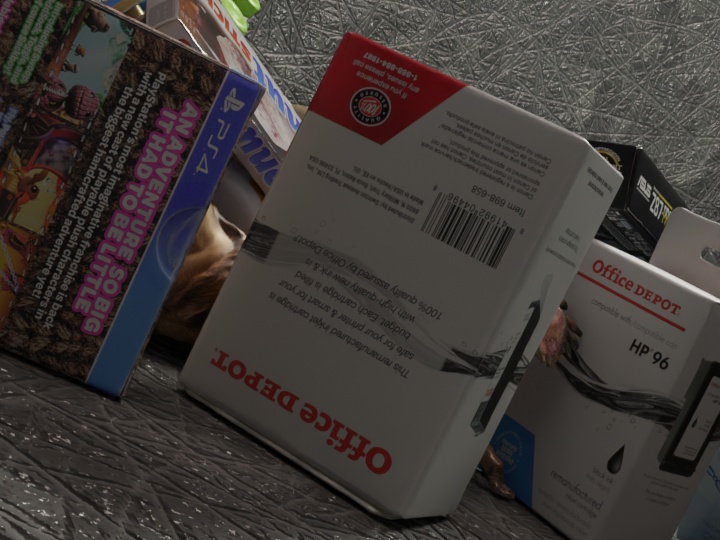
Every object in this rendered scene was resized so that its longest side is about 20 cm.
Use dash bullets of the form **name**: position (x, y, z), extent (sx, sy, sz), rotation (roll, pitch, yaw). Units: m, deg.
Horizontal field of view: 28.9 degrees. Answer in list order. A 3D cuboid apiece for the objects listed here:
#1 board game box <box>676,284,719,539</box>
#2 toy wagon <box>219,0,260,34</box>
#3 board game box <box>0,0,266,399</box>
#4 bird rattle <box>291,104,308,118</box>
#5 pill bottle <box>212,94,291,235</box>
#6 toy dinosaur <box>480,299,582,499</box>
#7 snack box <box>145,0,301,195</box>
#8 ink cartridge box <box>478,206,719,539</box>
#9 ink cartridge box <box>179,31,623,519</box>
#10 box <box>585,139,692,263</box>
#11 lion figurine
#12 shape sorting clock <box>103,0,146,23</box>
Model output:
- **board game box**: position (0.291, 0.129, 0.849), extent (0.043, 0.200, 0.200), rotation (-23, 37, -34)
- **toy wagon**: position (-0.146, -0.142, 1.003), extent (0.040, 0.155, 0.200), rotation (52, 17, -17)
- **board game box**: position (-0.168, -0.060, 0.659), extent (0.199, 0.160, 0.097), rotation (25, 6, -11)
- **bird rattle**: position (-0.055, -0.051, 1.140), extent (0.199, 0.164, 0.112), rotation (18, 21, 25)
- **pill bottle**: position (-0.095, -0.058, 0.910), extent (0.111, 0.113, 0.200), rotation (25, 27, -3)
- **toy dinosaur**: position (0.061, 0.043, 0.849), extent (0.085, 0.136, 0.200), rotation (22, 6, -31)
- **snack box**: position (-0.062, -0.091, 0.815), extent (0.200, 0.024, 0.072), rotation (54, 20, -41)
- **ink cartridge box**: position (0.164, 0.059, 0.835), extent (0.068, 0.201, 0.116), rotation (21, 7, -39)
- **ink cartridge box**: position (0.020, 0.005, 0.709), extent (0.144, 0.201, 0.084), rotation (28, 3, 25)
- **box**: position (0.137, -0.048, 0.975), extent (0.160, 0.049, 0.200), rotation (8, -8, 27)
- **lion figurine**: position (-0.109, -0.040, 0.768), extent (0.122, 0.202, 0.072), rotation (-15, 19, -22)
- **shape sorting clock**: position (-0.181, -0.150, 0.950), extent (0.039, 0.199, 0.200), rotation (58, 0, -12)
